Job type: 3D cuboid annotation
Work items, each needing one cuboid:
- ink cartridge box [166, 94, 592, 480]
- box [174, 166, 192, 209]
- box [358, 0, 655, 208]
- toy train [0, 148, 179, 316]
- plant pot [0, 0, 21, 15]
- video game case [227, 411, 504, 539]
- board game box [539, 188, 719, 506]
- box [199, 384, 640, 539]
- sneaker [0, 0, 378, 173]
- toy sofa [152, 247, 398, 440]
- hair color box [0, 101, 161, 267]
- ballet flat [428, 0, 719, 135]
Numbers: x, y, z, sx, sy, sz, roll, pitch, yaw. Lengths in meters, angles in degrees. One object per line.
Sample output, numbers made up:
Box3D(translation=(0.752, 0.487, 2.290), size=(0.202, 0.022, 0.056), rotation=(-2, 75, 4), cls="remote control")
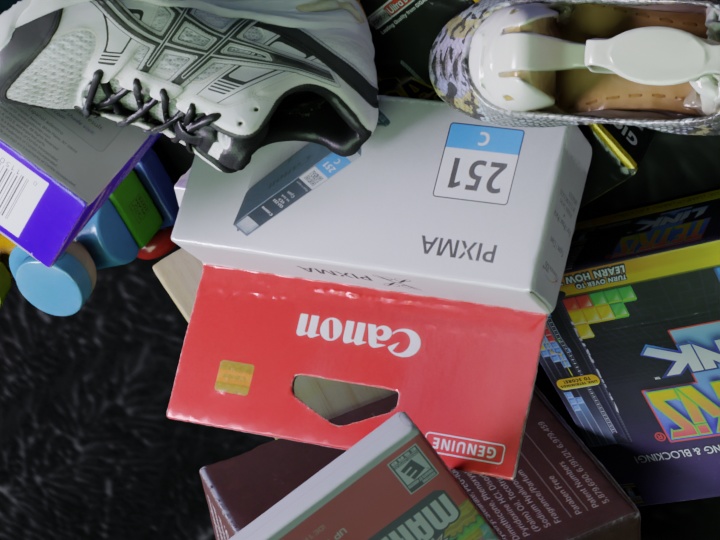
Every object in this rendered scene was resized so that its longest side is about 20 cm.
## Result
Box3D(translation=(0.000, 0.000, 1.008), size=(0.200, 0.176, 0.045), rotation=(8, 165, 24), cls="ink cartridge box")
Box3D(translation=(-0.002, -0.028, 1.072), size=(0.200, 0.039, 0.041), rotation=(9, 129, 23), cls="box")
Box3D(translation=(0.034, -0.077, 1.073), size=(0.160, 0.049, 0.200), rotation=(45, 134, -13), cls="box")
Box3D(translation=(-0.213, -0.014, 1.217), size=(0.200, 0.116, 0.085), rotation=(-9, 121, 34), cls="toy train")
Box3D(translation=(-0.102, -0.211, 0.957), size=(0.200, 0.200, 0.135), rotation=(-41, 56, 44), cls="plant pot")
Box3D(translation=(0.011, 0.173, 1.002), size=(0.200, 0.143, 0.017), rotation=(54, 179, -40), cls="video game case")
Box3D(translation=(0.197, 0.040, 1.073), size=(0.200, 0.057, 0.165), rotation=(-14, 117, 37), cls="board game box")
Box3D(translation=(0.039, 0.181, 1.140), size=(0.164, 0.200, 0.166), rotation=(-127, 23, -49), cls="box")
Box3D(translation=(-0.082, -0.090, 0.961), size=(0.200, 0.088, 0.076), rotation=(-5, 156, -19), cls="sneaker")
Box3D(translation=(-0.033, 0.058, 1.181), size=(0.083, 0.098, 0.200), rotation=(51, 169, 49), cls="toy sofa")
Box3D(translation=(-0.146, -0.105, 1.041), size=(0.109, 0.200, 0.065), rotation=(37, 137, -3), cls="hair color box")
Box3D(translation=(0.105, -0.099, 0.920), size=(0.200, 0.072, 0.072), rotation=(6, 129, 34), cls="ballet flat")
